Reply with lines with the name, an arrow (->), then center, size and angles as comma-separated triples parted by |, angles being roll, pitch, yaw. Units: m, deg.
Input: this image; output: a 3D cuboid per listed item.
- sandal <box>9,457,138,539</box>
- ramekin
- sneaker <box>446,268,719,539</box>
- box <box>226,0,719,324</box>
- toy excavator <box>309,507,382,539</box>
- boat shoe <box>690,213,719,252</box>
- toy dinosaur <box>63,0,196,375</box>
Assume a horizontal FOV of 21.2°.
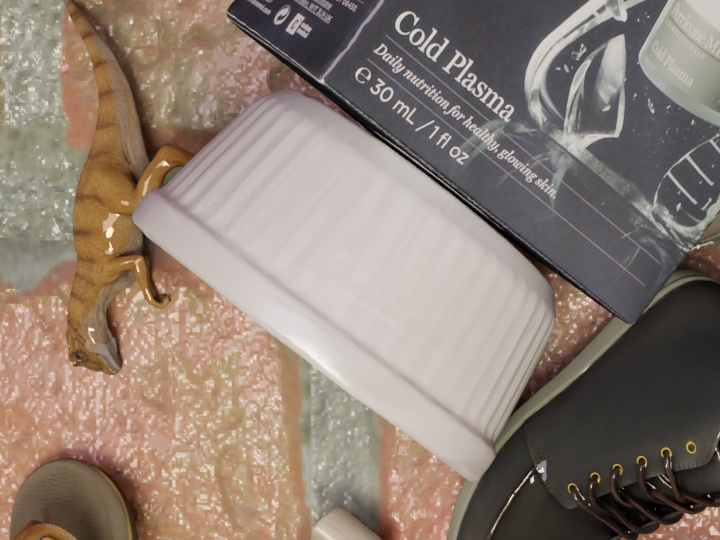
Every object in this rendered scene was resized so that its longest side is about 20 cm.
sandal -> -0.154, 0.166, 0.938 | 0.080, 0.054, 0.201 | -29, 39, 23
ramekin -> 0.000, 0.000, 0.886 | 0.202, 0.202, 0.094 | 36, 88, 13
sneaker -> 0.120, 0.098, 0.883 | 0.075, 0.106, 0.200 | 33, 98, -30
box -> 0.087, -0.120, 0.824 | 0.200, 0.124, 0.197 | 35, 93, -31
toy excavator -> -0.071, 0.228, 0.934 | 0.100, 0.194, 0.201 | 37, 125, 13
boat shoe -> 0.186, -0.043, 0.897 | 0.201, 0.072, 0.060 | -31, 116, 24
toy dinosaur -> -0.121, -0.046, 0.985 | 0.106, 0.060, 0.201 | 3, 89, 16
